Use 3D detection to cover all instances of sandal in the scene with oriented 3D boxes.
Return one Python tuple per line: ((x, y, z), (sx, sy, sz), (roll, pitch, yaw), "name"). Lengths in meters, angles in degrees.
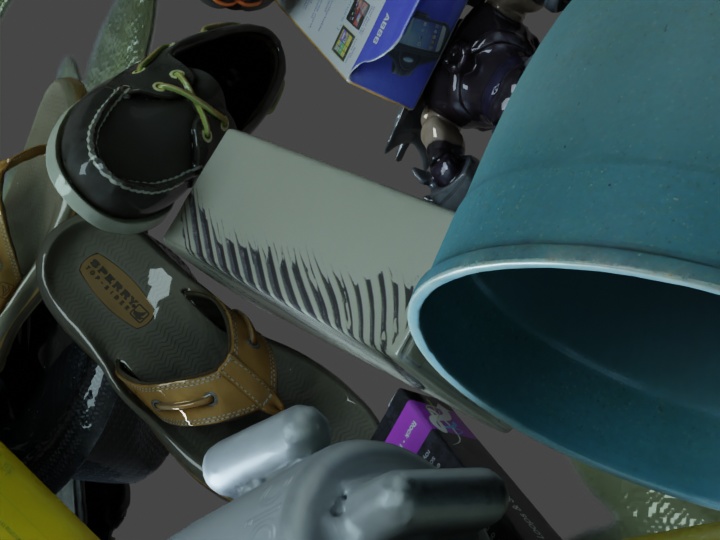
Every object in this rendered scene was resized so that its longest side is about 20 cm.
((-0.074, 0.038, 0.855), (0.082, 0.055, 0.200), (-42, 76, -17), "sandal")
((-0.194, -0.009, 0.951), (0.201, 0.054, 0.080), (-60, 36, 10), "sandal")

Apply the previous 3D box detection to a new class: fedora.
((-0.139, 0.041, 0.981), (0.200, 0.091, 0.202), (-29, 50, 42), "fedora")

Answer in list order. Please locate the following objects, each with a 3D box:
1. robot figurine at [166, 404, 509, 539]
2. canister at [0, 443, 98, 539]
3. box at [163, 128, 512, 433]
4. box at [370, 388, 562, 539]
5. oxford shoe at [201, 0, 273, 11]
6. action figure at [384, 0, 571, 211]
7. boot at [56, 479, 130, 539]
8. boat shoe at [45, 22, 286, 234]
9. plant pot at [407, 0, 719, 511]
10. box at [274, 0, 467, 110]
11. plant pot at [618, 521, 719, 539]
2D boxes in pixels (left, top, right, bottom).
((-0.022, 0.139, 0.730), (0.200, 0.112, 0.171), (-34, 59, 40), "robot figurine")
((-0.181, 0.164, 0.886), (0.148, 0.200, 0.087), (-31, 19, 36), "canister")
((0.000, 0.000, 0.827), (0.200, 0.082, 0.069), (23, 80, 53), "box")
((0.039, 0.165, 0.766), (0.143, 0.036, 0.200), (-60, 39, 18), "box")
((-0.044, -0.158, 0.882), (0.200, 0.071, 0.073), (-137, 60, -77), "oxford shoe")
((0.073, -0.069, 0.785), (0.131, 0.069, 0.200), (-69, 23, 16), "action figure")
((-0.183, 0.203, 1.005), (0.130, 0.068, 0.201), (-17, 65, 40), "boot")
((-0.093, -0.079, 0.919), (0.060, 0.072, 0.201), (-39, 7, 26), "boat shoe")
((0.138, -0.037, 0.607), (0.199, 0.200, 0.189), (-5, 58, 50), "plant pot")
((0.017, -0.154, 0.863), (0.120, 0.041, 0.200), (-63, 24, 13), "box")
((0.165, 0.166, 0.498), (0.176, 0.200, 0.201), (-29, 55, 29), "plant pot")
